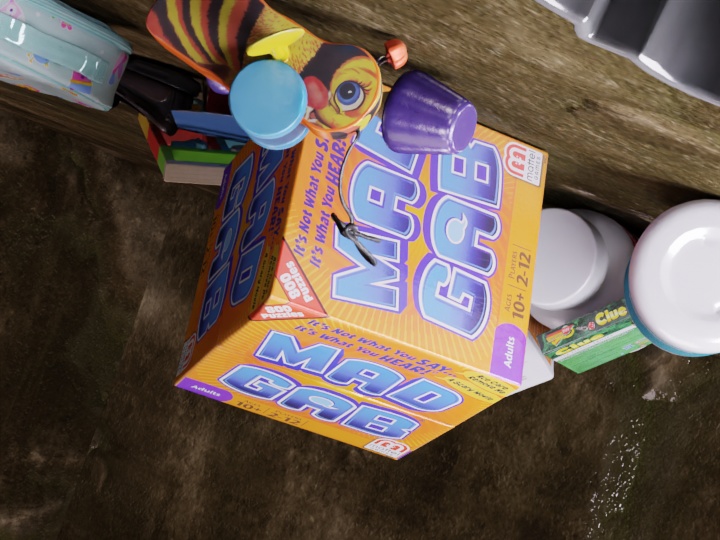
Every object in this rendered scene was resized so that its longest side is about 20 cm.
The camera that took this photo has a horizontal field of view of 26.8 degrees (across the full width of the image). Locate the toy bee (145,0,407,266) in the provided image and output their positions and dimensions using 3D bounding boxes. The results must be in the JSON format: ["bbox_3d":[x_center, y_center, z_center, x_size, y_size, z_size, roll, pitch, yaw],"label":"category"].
[{"bbox_3d":[-0.029,-0.117,0.932,0.200,0.109,0.131,46,179,-17],"label":"toy bee"}]

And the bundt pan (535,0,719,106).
[{"bbox_3d":[0.135,-0.075,0.328,0.201,0.076,0.202,20,179,0],"label":"bundt pan"}]

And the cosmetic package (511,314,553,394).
[{"bbox_3d":[0.112,0.014,1.448,0.200,0.071,0.102,55,-155,-26],"label":"cosmetic package"}]

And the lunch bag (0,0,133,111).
[{"bbox_3d":[-0.296,-0.204,1.276,0.160,0.077,0.200,16,177,45],"label":"lunch bag"}]

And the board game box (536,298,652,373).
[{"bbox_3d":[0.265,0.038,1.351,0.199,0.024,0.105,-25,159,18],"label":"board game box"}]

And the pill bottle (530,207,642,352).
[{"bbox_3d":[0.216,0.007,1.434,0.119,0.120,0.200,19,178,30],"label":"pill bottle"}]

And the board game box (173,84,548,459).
[{"bbox_3d":[0.000,0.000,1.157,0.199,0.201,0.200,20,151,-19],"label":"board game box"}]

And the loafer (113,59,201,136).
[{"bbox_3d":[-0.249,-0.187,1.533,0.199,0.063,0.072,19,179,35],"label":"loafer"}]

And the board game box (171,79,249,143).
[{"bbox_3d":[-0.095,-0.148,1.424,0.157,0.039,0.200,9,178,-4],"label":"board game box"}]

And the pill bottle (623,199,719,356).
[{"bbox_3d":[0.258,0.010,1.160,0.110,0.111,0.200,19,178,9],"label":"pill bottle"}]

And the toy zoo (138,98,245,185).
[{"bbox_3d":[-0.153,-0.134,1.546,0.131,0.021,0.200,3,-155,-20],"label":"toy zoo"}]

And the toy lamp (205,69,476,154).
[{"bbox_3d":[-0.014,-0.121,1.022,0.199,0.058,0.058,18,178,28],"label":"toy lamp"}]
